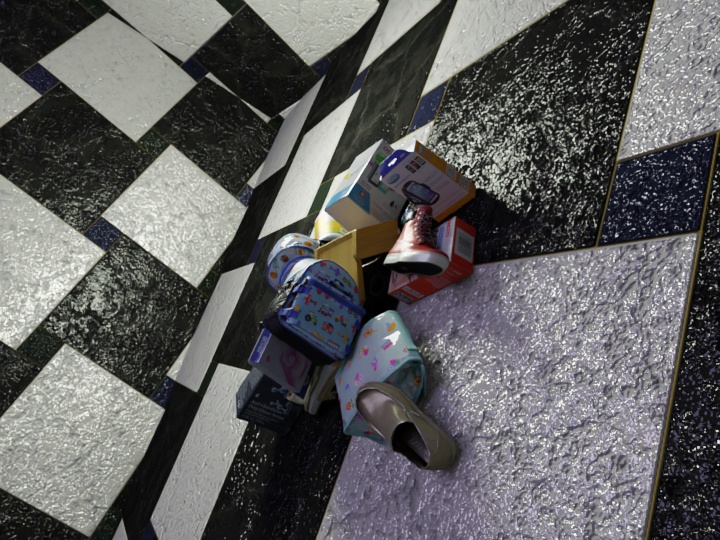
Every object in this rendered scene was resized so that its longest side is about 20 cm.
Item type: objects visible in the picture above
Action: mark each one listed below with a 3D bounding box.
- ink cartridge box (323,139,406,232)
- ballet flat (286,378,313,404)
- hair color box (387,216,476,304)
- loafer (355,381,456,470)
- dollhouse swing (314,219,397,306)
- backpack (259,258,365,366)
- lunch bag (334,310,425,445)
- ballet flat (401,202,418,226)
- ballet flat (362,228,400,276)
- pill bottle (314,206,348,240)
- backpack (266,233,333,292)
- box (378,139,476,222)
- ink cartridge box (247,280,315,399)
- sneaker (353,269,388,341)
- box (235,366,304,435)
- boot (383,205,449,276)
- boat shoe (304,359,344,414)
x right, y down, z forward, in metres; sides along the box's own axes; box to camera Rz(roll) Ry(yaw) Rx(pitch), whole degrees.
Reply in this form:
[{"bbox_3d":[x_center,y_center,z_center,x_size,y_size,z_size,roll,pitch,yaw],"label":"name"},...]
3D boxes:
[{"bbox_3d":[0.031,-0.208,1.386,0.146,0.146,0.201,-19,38,59],"label":"ink cartridge box"},{"bbox_3d":[-0.134,0.231,1.271,0.067,0.062,0.202,-140,63,-74],"label":"ballet flat"},{"bbox_3d":[0.146,-0.016,1.091,0.200,0.064,0.112,-34,37,49],"label":"hair color box"},{"bbox_3d":[0.063,0.248,0.848,0.199,0.068,0.076,29,103,32],"label":"loafer"},{"bbox_3d":[0.000,0.000,1.257,0.199,0.181,0.177,-22,86,54],"label":"dollhouse swing"},{"bbox_3d":[-0.077,0.068,1.067,0.134,0.182,0.201,-25,32,53],"label":"backpack"},{"bbox_3d":[0.044,0.195,0.999,0.201,0.121,0.171,-60,22,19],"label":"lunch bag"},{"bbox_3d":[0.165,-0.183,1.249,0.074,0.074,0.202,-1,65,63],"label":"ballet flat"},{"bbox_3d":[0.033,-0.040,1.351,0.200,0.057,0.067,-46,28,31],"label":"ballet flat"},{"bbox_3d":[-0.086,-0.115,1.609,0.111,0.110,0.201,-49,27,26],"label":"pill bottle"},{"bbox_3d":[-0.154,0.002,1.396,0.201,0.189,0.154,-58,16,21],"label":"backpack"},{"bbox_3d":[0.137,-0.195,1.128,0.119,0.199,0.042,-34,30,46],"label":"box"},{"bbox_3d":[-0.133,0.157,1.152,0.043,0.200,0.198,-1,57,38],"label":"ink cartridge box"},{"bbox_3d":[0.001,0.095,1.271,0.201,0.076,0.091,-60,16,-20],"label":"sneaker"},{"bbox_3d":[-0.213,0.303,1.368,0.201,0.148,0.107,-57,24,11],"label":"box"},{"bbox_3d":[0.125,-0.066,1.027,0.145,0.072,0.200,-65,21,-8],"label":"boot"},{"bbox_3d":[-0.081,0.271,1.220,0.075,0.068,0.201,-64,-7,-53],"label":"boat shoe"}]
